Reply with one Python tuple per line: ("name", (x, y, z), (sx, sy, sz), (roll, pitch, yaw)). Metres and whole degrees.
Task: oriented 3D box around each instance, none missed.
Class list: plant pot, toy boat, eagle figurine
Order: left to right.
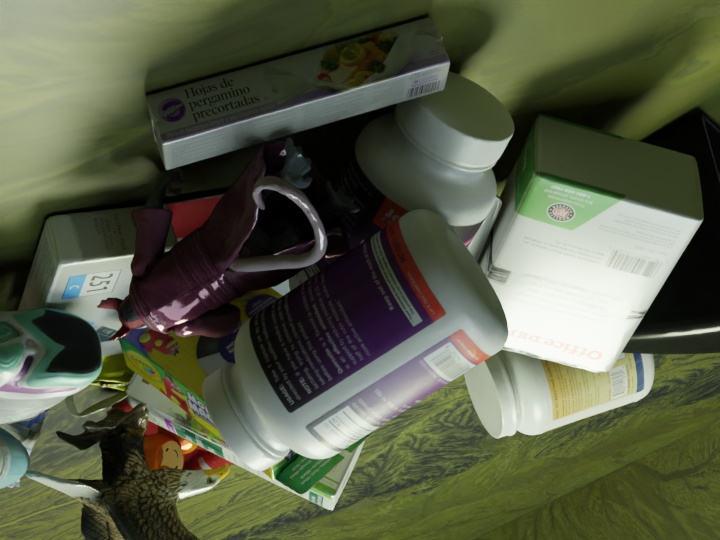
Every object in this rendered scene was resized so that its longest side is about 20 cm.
("eagle figurine", (-0.173, 0.212, 1.158), (0.151, 0.200, 0.152), (-18, 180, 18))
("toy boat", (-0.174, 0.156, 1.317), (0.200, 0.130, 0.131), (-41, -169, 43))
("plant pot", (0.299, -0.010, 1.331), (0.177, 0.200, 0.199), (-19, 164, 26))

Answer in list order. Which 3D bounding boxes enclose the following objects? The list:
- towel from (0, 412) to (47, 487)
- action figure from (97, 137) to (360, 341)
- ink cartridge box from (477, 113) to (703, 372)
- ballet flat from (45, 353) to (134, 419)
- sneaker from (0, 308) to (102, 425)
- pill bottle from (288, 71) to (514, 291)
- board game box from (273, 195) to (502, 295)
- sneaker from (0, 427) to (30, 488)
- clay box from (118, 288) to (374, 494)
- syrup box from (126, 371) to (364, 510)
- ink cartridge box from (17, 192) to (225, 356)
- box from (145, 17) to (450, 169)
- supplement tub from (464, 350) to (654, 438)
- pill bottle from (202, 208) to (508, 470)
("towel", (-0.345, 0.123, 1.162), (0.147, 0.024, 0.200), (23, 146, -10))
("action figure", (-0.096, 0.002, 0.945), (0.200, 0.134, 0.149), (-33, -157, 12))
("ink cartridge box", (0.182, -0.018, 1.171), (0.146, 0.084, 0.200), (15, 135, -7))
("ballet flat", (-0.265, 0.096, 1.188), (0.200, 0.067, 0.067), (-5, 179, -40))
("sneaker", (-0.308, 0.073, 1.016), (0.200, 0.078, 0.140), (22, 136, -30))
("pill bottle", (0.032, -0.045, 1.016), (0.111, 0.111, 0.200), (-5, 136, -39))
("board game box", (0.000, 0.000, 1.168), (0.200, 0.026, 0.200), (-4, 142, -19))
("sneaker", (-0.363, 0.144, 1.116), (0.200, 0.074, 0.082), (15, 173, 17))
("clay box", (-0.079, 0.077, 1.058), (0.115, 0.200, 0.048), (-40, 144, -28))
("syrup box", (-0.096, 0.125, 1.185), (0.200, 0.082, 0.079), (25, 161, 5))
("ink cartridge box", (-0.176, 0.008, 1.093), (0.176, 0.045, 0.200), (-10, 158, -26))
("box", (-0.040, -0.117, 0.901), (0.200, 0.039, 0.041), (-18, 159, -10))
("supplement tub", (0.237, 0.115, 1.653), (0.200, 0.145, 0.144), (-16, 160, -13))
("pill bottle", (-0.006, 0.053, 0.935), (0.200, 0.113, 0.112), (-33, 159, 12))
